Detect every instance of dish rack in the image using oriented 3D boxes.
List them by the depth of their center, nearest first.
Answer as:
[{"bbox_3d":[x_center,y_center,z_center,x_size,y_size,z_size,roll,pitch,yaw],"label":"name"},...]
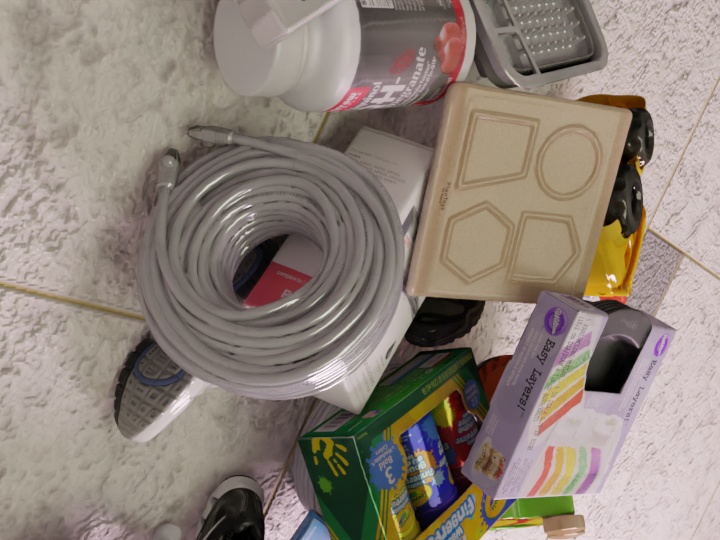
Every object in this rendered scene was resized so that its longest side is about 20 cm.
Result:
[{"bbox_3d":[0.141,-0.245,0.825,0.199,0.043,0.174,-23,89,-46],"label":"dish rack"}]

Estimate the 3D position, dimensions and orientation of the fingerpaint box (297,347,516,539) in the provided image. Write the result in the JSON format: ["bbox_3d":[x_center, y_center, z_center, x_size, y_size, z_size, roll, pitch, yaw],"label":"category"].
[{"bbox_3d":[0.053,0.188,0.858,0.199,0.073,0.169,-27,103,-48],"label":"fingerpaint box"}]

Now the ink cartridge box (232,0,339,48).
[{"bbox_3d":[-0.036,-0.278,0.619,0.200,0.045,0.177,-41,105,-26],"label":"ink cartridge box"}]

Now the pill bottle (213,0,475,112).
[{"bbox_3d":[-0.011,-0.182,0.716,0.198,0.110,0.112,-12,120,-41],"label":"pill bottle"}]

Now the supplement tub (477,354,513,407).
[{"bbox_3d":[0.164,0.169,1.028,0.123,0.122,0.200,-47,163,-15],"label":"supplement tub"}]

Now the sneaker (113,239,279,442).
[{"bbox_3d":[-0.123,0.068,0.772,0.200,0.074,0.087,-49,142,-13],"label":"sneaker"}]

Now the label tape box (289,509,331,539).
[{"bbox_3d":[-0.053,0.313,0.875,0.145,0.063,0.200,-53,137,-11],"label":"label tape box"}]

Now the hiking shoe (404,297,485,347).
[{"bbox_3d":[0.102,-0.008,0.965,0.200,0.075,0.101,-46,129,-30],"label":"hiking shoe"}]

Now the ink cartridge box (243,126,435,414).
[{"bbox_3d":[0.000,0.000,0.801,0.201,0.084,0.146,-60,154,-24],"label":"ink cartridge box"}]

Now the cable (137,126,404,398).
[{"bbox_3d":[-0.066,-0.004,0.675,0.069,0.197,0.203,77,23,-63],"label":"cable"}]

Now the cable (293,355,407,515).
[{"bbox_3d":[0.017,0.189,0.980,0.199,0.069,0.202,-39,134,-25],"label":"cable"}]

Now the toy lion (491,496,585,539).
[{"bbox_3d":[0.157,0.278,1.048,0.200,0.189,0.070,53,29,-67],"label":"toy lion"}]

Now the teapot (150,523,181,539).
[{"bbox_3d":[-0.231,0.321,0.753,0.197,0.146,0.201,5,80,-29],"label":"teapot"}]

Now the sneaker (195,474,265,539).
[{"bbox_3d":[-0.140,0.297,0.853,0.066,0.090,0.202,23,92,-19],"label":"sneaker"}]

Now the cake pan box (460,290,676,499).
[{"bbox_3d":[0.204,0.119,0.875,0.183,0.052,0.202,11,105,-45],"label":"cake pan box"}]

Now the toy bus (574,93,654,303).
[{"bbox_3d":[0.254,-0.061,0.987,0.193,0.134,0.202,56,46,-39],"label":"toy bus"}]

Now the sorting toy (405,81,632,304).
[{"bbox_3d":[0.138,-0.063,0.809,0.197,0.036,0.188,3,109,-25],"label":"sorting toy"}]
